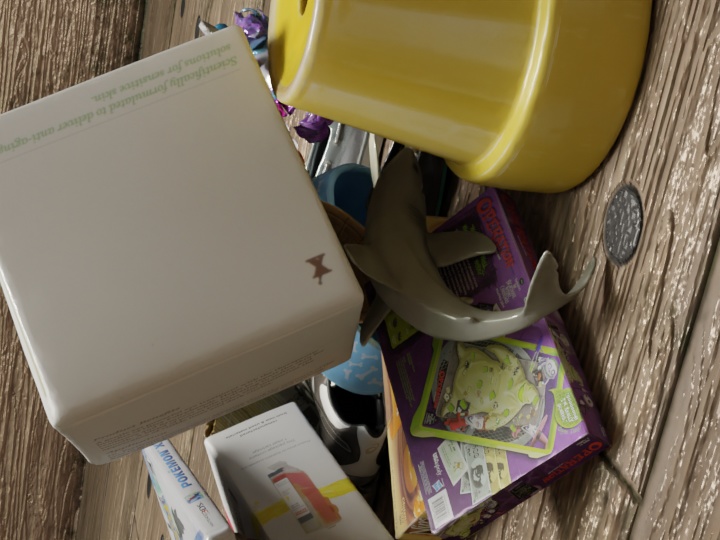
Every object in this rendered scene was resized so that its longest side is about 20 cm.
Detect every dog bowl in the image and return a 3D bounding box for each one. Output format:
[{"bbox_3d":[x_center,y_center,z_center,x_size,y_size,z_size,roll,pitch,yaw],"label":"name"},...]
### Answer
[{"bbox_3d":[0.000,0.000,1.111,0.050,0.111,0.201,-36,46,38],"label":"dog bowl"}]

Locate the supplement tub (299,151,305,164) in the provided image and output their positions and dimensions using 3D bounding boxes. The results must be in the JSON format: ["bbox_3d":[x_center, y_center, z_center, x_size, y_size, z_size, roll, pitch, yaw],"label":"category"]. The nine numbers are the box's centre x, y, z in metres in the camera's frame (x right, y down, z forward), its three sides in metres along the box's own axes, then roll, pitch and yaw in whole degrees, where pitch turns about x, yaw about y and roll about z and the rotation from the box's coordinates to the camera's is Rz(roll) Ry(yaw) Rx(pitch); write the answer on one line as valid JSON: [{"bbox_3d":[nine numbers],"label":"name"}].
[{"bbox_3d":[-0.095,-0.030,1.403,0.123,0.122,0.201,115,155,-48],"label":"supplement tub"}]

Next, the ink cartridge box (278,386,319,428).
[{"bbox_3d":[-0.114,0.092,1.324,0.200,0.044,0.173,58,161,-18],"label":"ink cartridge box"}]

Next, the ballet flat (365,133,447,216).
[{"bbox_3d":[0.045,-0.119,1.058,0.073,0.073,0.201,-112,32,-57],"label":"ballet flat"}]

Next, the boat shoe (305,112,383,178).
[{"bbox_3d":[-0.017,-0.141,1.261,0.070,0.071,0.202,-130,49,-68],"label":"boat shoe"}]

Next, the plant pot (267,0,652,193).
[{"bbox_3d":[0.049,-0.156,0.850,0.201,0.188,0.202,-174,90,-74],"label":"plant pot"}]

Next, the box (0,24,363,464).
[{"bbox_3d":[-0.126,-0.009,0.895,0.171,0.198,0.201,101,146,-75],"label":"box"}]

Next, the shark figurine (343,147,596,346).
[{"bbox_3d":[0.037,0.003,0.849,0.128,0.089,0.214,-58,38,4],"label":"shark figurine"}]

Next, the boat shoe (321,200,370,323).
[{"bbox_3d":[-0.041,-0.018,1.034,0.200,0.069,0.074,31,93,29],"label":"boat shoe"}]

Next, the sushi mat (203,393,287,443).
[{"bbox_3d":[-0.067,0.156,1.184,0.012,0.200,0.096,-18,43,25],"label":"sushi mat"}]

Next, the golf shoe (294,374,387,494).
[{"bbox_3d":[-0.014,0.090,1.196,0.095,0.077,0.200,-63,38,44],"label":"golf shoe"}]

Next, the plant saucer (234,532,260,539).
[{"bbox_3d":[-0.051,0.274,0.979,0.200,0.029,0.200,55,157,37],"label":"plant saucer"}]

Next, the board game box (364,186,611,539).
[{"bbox_3d":[0.072,0.055,0.866,0.120,0.032,0.200,-41,44,27],"label":"board game box"}]

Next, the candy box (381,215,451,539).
[{"bbox_3d":[0.058,0.077,0.975,0.116,0.055,0.201,124,147,-57],"label":"candy box"}]

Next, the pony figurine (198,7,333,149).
[{"bbox_3d":[-0.066,-0.153,1.127,0.193,0.199,0.167,40,155,61],"label":"pony figurine"}]

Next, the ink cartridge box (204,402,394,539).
[{"bbox_3d":[-0.035,0.220,1.061,0.200,0.083,0.146,48,154,52],"label":"ink cartridge box"}]

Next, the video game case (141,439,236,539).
[{"bbox_3d":[-0.105,0.235,1.013,0.182,0.022,0.201,34,141,62],"label":"video game case"}]
